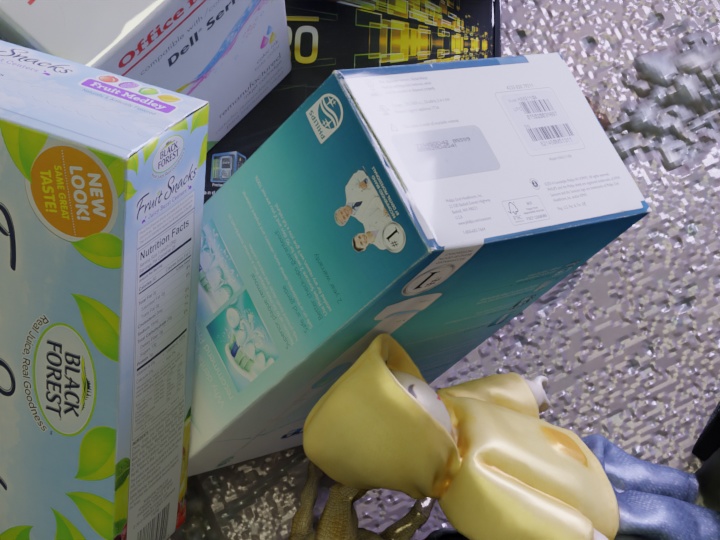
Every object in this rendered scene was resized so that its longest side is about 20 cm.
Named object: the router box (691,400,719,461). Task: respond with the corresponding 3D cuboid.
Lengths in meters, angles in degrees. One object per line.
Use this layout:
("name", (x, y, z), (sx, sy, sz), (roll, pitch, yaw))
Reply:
("router box", (0.251, 0.101, 0.797), (0.199, 0.149, 0.051), (34, 76, 9))

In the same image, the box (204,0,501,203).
("box", (-0.028, -0.095, 0.911), (0.198, 0.049, 0.162), (2, 69, 1))

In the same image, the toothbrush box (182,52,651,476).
("toothbrush box", (0.000, 0.000, 0.781), (0.146, 0.200, 0.086), (-12, 67, -45))

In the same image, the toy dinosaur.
("toy dinosaur", (-0.004, 0.122, 0.793), (0.058, 0.200, 0.101), (39, 61, -17))

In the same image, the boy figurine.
("boy figurine", (0.071, 0.078, 0.749), (0.199, 0.125, 0.065), (21, 117, -17))

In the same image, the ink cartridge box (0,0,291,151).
("ink cartridge box", (-0.095, -0.113, 0.786), (0.067, 0.200, 0.117), (41, 76, 14))

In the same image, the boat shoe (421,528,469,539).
("boat shoe", (0.045, 0.142, 0.728), (0.073, 0.201, 0.063), (30, 89, 0))

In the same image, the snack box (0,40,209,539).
("snack box", (-0.151, 0.010, 0.735), (0.168, 0.201, 0.068), (18, 33, 19))
